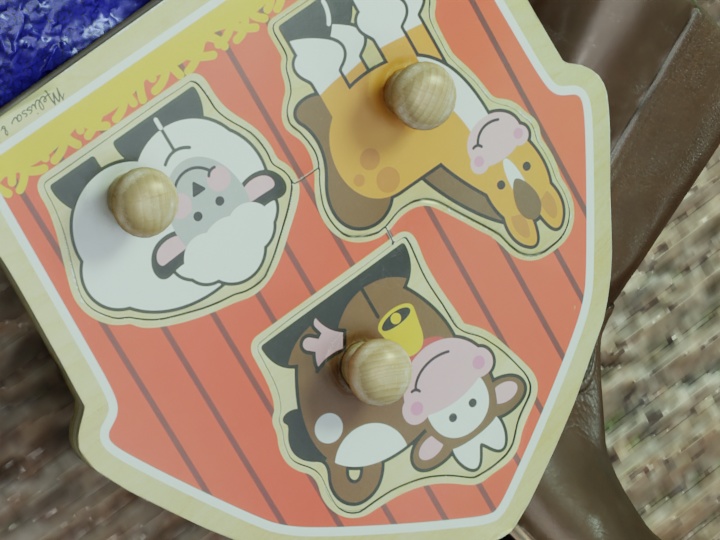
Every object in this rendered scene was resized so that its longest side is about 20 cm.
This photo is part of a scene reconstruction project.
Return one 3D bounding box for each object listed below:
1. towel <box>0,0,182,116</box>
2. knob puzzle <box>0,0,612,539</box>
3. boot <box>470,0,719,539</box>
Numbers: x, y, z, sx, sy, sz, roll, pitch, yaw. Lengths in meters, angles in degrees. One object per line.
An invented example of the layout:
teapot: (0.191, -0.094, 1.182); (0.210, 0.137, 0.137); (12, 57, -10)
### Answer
towel: (-0.142, -0.081, 0.791); (0.199, 0.049, 0.149); (-6, 103, -25)
knob puzzle: (0.000, 0.000, 0.832); (0.218, 0.030, 0.221); (-4, 99, -24)
boot: (0.091, 0.005, 0.922); (0.186, 0.064, 0.201); (31, 82, -30)
